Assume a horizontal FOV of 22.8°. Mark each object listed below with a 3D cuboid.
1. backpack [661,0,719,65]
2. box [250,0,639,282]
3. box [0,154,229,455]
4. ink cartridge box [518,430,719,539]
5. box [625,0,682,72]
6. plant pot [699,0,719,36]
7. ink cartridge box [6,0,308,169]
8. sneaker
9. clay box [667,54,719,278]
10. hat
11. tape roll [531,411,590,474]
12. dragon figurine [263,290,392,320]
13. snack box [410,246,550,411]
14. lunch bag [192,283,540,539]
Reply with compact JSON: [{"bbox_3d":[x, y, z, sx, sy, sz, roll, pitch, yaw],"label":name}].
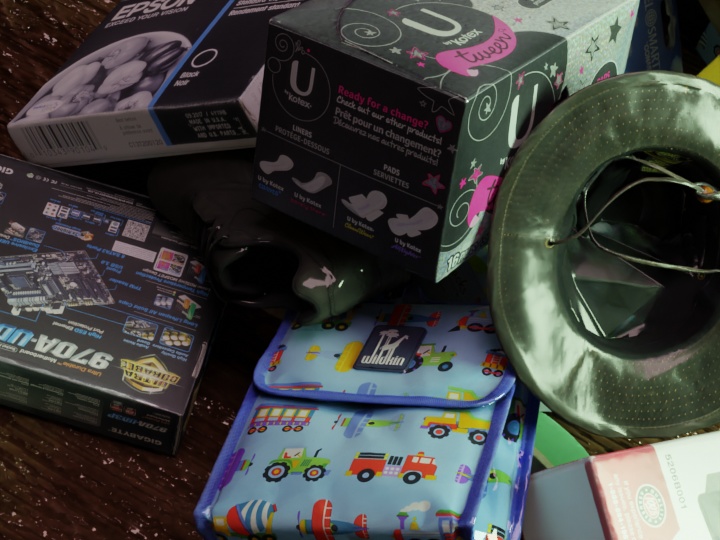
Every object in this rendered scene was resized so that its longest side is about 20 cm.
[{"bbox_3d":[0.336,-0.205,1.350,0.182,0.135,0.200,-17,59,-25],"label":"backpack"},{"bbox_3d":[0.051,-0.100,0.998,0.132,0.115,0.200,24,36,26],"label":"box"},{"bbox_3d":[-0.184,0.013,1.092,0.200,0.046,0.159,16,48,-1],"label":"box"},{"bbox_3d":[0.199,0.164,0.991,0.200,0.083,0.145,-7,76,-32],"label":"ink cartridge box"},{"bbox_3d":[0.144,-0.147,1.258,0.200,0.122,0.048,-30,33,-33],"label":"box"},{"bbox_3d":[0.265,-0.176,1.210,0.027,0.200,0.200,-32,59,5],"label":"plant pot"},{"bbox_3d":[-0.096,-0.146,1.136,0.198,0.043,0.200,-3,38,36],"label":"ink cartridge box"},{"bbox_3d":[-0.067,-0.025,1.045,0.200,0.076,0.091,20,43,41],"label":"sneaker"},{"bbox_3d":[0.218,-0.054,1.039,0.048,0.200,0.115,25,26,-54],"label":"clay box"},{"bbox_3d":[0.148,-0.011,0.985,0.200,0.201,0.081,1,8,-13],"label":"hat"},{"bbox_3d":[0.052,0.157,1.034,0.200,0.048,0.201,7,49,-8],"label":"tape roll"},{"bbox_3d":[0.000,0.000,1.096,0.200,0.059,0.099,24,85,45],"label":"dragon figurine"},{"bbox_3d":[0.138,0.009,1.132,0.200,0.068,0.169,1,43,-26],"label":"snack box"},{"bbox_3d":[0.017,0.087,0.975,0.150,0.094,0.200,-2,44,19],"label":"lunch bag"}]
